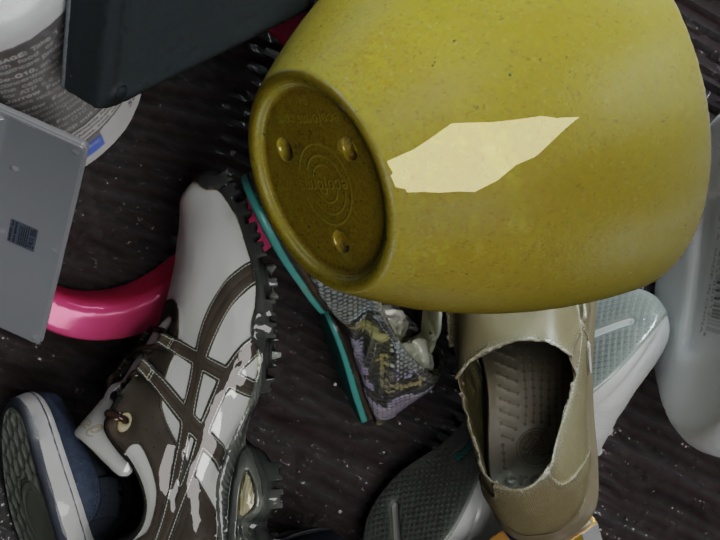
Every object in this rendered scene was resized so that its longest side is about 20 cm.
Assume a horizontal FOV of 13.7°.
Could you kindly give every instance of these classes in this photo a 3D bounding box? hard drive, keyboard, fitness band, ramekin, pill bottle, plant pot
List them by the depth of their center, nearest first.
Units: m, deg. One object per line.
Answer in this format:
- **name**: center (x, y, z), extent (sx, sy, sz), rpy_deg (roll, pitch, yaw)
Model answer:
- **hard drive**: center (-0.060, -0.177, 1.235), extent (0.139, 0.033, 0.201), rpy_deg (-31, 141, -41)
- **pill bottle**: center (-0.162, -0.126, 1.291), extent (0.113, 0.200, 0.114), rpy_deg (-2, 68, 4)
- **plant pot**: center (0.035, -0.061, 1.320), extent (0.142, 0.200, 0.201), rpy_deg (-23, 114, -33)
- **keyboard**: center (-0.159, -0.020, 1.347), extent (0.056, 0.200, 0.011), rpy_deg (19, 62, -3)
- **fitness band**: center (-0.098, -0.055, 1.434), extent (0.200, 0.037, 0.144), rpy_deg (-37, 115, -5)
- **ramekin**: center (0.220, 0.007, 1.486), extent (0.097, 0.200, 0.202), rpy_deg (10, 103, -14)

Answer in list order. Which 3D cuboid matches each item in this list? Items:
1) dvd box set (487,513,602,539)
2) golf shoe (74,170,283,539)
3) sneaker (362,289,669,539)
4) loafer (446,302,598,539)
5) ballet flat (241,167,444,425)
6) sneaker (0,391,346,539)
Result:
- **dvd box set**: center (0.041, 0.203, 1.525), extent (0.199, 0.029, 0.147), rpy_deg (-33, 150, -9)
- **golf shoe**: center (-0.087, 0.052, 1.399), extent (0.094, 0.078, 0.201), rpy_deg (-1, 86, -13)
- **sneaker**: center (0.089, 0.092, 1.536), extent (0.200, 0.070, 0.080), rpy_deg (-47, 131, 5)
- **loafer**: center (0.081, 0.031, 1.464), extent (0.076, 0.067, 0.201), rpy_deg (-12, 76, 8)
- **ballet flat**: center (0.000, 0.000, 1.438), extent (0.072, 0.072, 0.201), rpy_deg (-35, 143, -7)
- **sneaker**: center (-0.087, 0.131, 1.477), extent (0.146, 0.077, 0.203), rpy_deg (-25, 105, -21)
